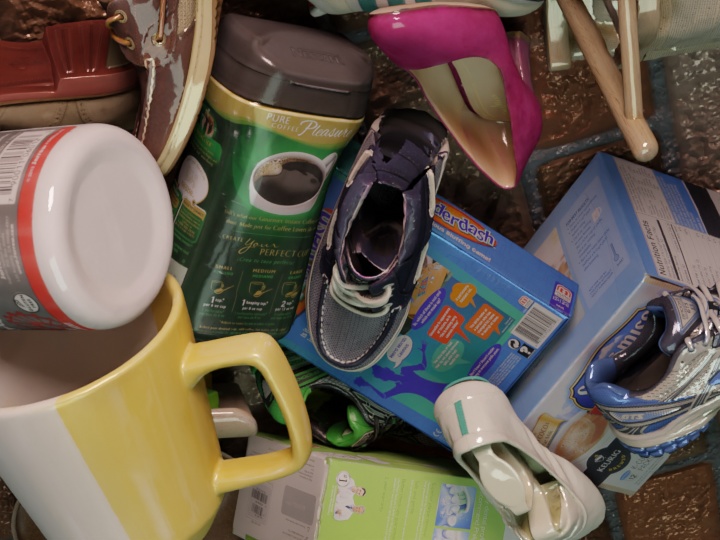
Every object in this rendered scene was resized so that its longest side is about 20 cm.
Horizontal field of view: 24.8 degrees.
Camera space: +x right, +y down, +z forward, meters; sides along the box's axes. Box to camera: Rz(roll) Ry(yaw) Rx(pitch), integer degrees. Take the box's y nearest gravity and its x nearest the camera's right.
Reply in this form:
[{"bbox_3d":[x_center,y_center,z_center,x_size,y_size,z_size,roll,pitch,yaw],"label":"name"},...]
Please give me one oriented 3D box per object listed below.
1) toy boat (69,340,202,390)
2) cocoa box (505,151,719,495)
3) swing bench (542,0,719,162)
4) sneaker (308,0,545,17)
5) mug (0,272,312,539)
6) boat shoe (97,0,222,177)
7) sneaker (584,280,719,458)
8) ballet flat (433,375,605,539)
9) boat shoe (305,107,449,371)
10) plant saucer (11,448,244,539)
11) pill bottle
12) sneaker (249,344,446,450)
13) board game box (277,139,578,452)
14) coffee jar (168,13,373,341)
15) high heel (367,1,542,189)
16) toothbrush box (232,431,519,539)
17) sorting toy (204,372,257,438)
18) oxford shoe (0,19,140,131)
[{"bbox_3d":[-0.189,0.034,1.088,0.199,0.131,0.131,14,130,-25],"label":"toy boat"},{"bbox_3d":[0.182,0.041,1.175,0.131,0.134,0.200,16,128,-25],"label":"cocoa box"},{"bbox_3d":[0.222,-0.165,0.951,0.198,0.200,0.130,-9,115,-5],"label":"swing bench"},{"bbox_3d":[0.015,-0.186,0.973,0.199,0.071,0.093,8,158,-30],"label":"sneaker"},{"bbox_3d":[-0.139,0.102,0.968,0.149,0.186,0.154,-39,123,-33],"label":"mug"},{"bbox_3d":[-0.117,-0.153,0.937,0.072,0.072,0.201,10,112,-14],"label":"boat shoe"},{"bbox_3d":[0.229,0.043,1.046,0.200,0.077,0.085,-39,123,20],"label":"sneaker"},{"bbox_3d":[0.112,0.151,1.132,0.069,0.070,0.200,-28,131,16],"label":"ballet flat"},{"bbox_3d":[0.000,0.000,1.038,0.074,0.093,0.201,17,123,5],"label":"boat shoe"},{"bbox_3d":[-0.178,0.186,1.311,0.200,0.037,0.201,-6,135,-6],"label":"plant saucer"},{"bbox_3d":[-0.219,-0.023,0.953,0.199,0.116,0.116,-1,143,30],"label":"pill bottle"},{"bbox_3d":[0.005,0.107,1.238,0.199,0.085,0.078,16,129,-27],"label":"sneaker"},{"bbox_3d":[0.025,0.017,1.126,0.200,0.045,0.152,32,125,-6],"label":"board game box"},{"bbox_3d":[-0.067,-0.058,1.020,0.104,0.085,0.201,5,116,-35],"label":"coffee jar"},{"bbox_3d":[0.061,-0.103,0.973,0.067,0.097,0.200,-1,178,31],"label":"high heel"},{"bbox_3d":[0.024,0.184,1.255,0.199,0.145,0.086,9,89,-29],"label":"toothbrush box"},{"bbox_3d":[-0.171,0.094,1.147,0.184,0.200,0.037,-3,92,-8],"label":"sorting toy"},{"bbox_3d":[-0.224,-0.099,0.992,0.199,0.071,0.075,-5,138,-8],"label":"oxford shoe"}]
